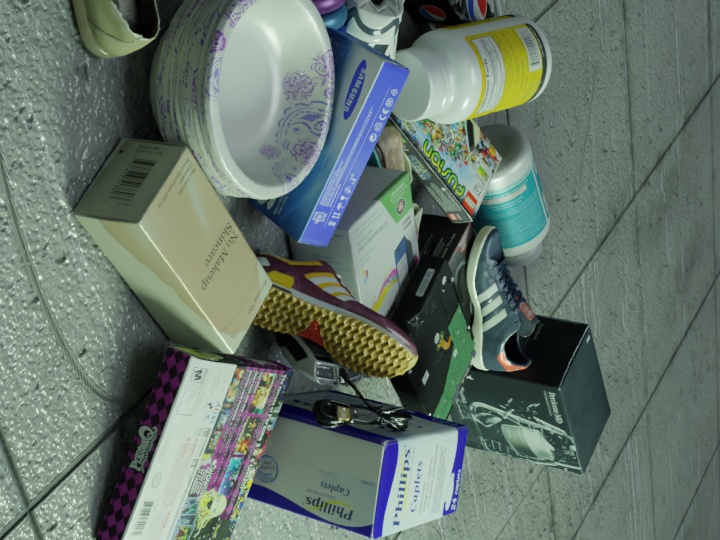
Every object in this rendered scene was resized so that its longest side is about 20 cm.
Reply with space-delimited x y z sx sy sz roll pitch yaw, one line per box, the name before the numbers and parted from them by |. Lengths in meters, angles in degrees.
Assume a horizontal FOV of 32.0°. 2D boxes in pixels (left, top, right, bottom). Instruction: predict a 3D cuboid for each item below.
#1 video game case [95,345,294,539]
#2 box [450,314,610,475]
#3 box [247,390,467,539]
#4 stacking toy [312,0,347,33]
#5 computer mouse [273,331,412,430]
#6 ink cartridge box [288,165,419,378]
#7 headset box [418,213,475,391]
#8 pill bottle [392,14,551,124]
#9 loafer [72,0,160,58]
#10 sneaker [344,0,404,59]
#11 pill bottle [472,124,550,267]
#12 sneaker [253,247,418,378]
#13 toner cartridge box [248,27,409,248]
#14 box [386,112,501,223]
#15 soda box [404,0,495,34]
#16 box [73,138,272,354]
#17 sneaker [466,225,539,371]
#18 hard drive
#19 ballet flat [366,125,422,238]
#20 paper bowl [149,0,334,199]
video game case | -0.157 0.177 1.225 0.181 0.036 0.200 15 96 -60
box | 0.228 0.164 1.763 0.124 0.196 0.200 -59 143 -34
box | -0.009 0.205 1.376 0.200 0.184 0.105 2 99 -60
stacking toy | -0.047 -0.223 1.313 0.085 0.085 0.200 -47 142 -44
computer mouse | -0.036 0.102 1.326 0.110 0.200 0.044 2 125 -36
ink cartridge box | 0.000 0.000 1.436 0.145 0.087 0.200 -44 137 -47
headset box | 0.102 0.036 1.632 0.149 0.077 0.200 -60 145 -33
pill bottle | 0.123 -0.234 1.476 0.200 0.111 0.111 -19 115 -39
loafer | -0.206 -0.270 1.024 0.076 0.068 0.200 -48 137 -44
sneaker | 0.007 -0.275 1.397 0.199 0.079 0.130 -90 -162 -51
pill bottle | 0.198 -0.096 1.728 0.111 0.111 0.200 -60 144 -32
sneaker | -0.026 0.037 1.304 0.075 0.200 0.090 -59 -172 40
toner cartridge box | -0.034 -0.133 1.262 0.043 0.095 0.200 11 110 -47
box | 0.095 -0.164 1.553 0.200 0.035 0.110 47 56 -34
soda box | 0.111 -0.325 1.557 0.200 0.071 0.063 43 60 -55
box | -0.166 -0.019 1.150 0.095 0.078 0.200 -64 146 -27
sneaker | 0.189 0.039 1.622 0.075 0.084 0.200 -38 130 -50
hard drive | 0.082 0.093 1.492 0.140 0.038 0.200 -63 150 -26
ballet flat | 0.042 -0.082 1.501 0.067 0.068 0.200 -38 130 -39
paper bowl | -0.118 -0.170 1.168 0.201 0.104 0.201 -25 120 -55
